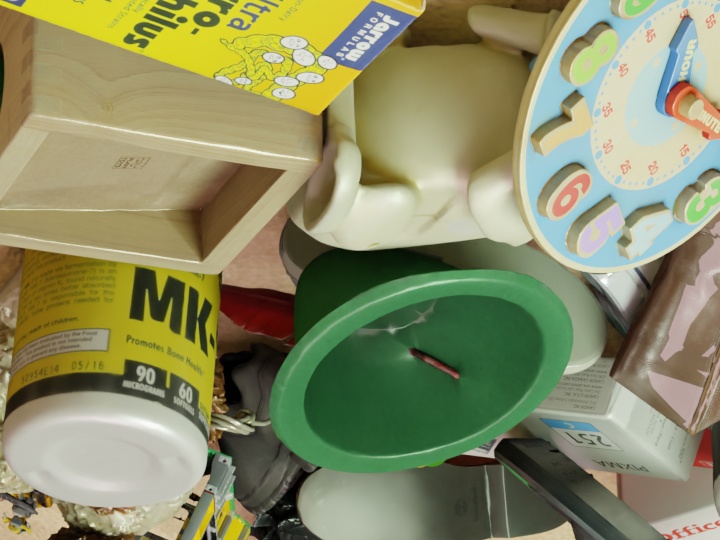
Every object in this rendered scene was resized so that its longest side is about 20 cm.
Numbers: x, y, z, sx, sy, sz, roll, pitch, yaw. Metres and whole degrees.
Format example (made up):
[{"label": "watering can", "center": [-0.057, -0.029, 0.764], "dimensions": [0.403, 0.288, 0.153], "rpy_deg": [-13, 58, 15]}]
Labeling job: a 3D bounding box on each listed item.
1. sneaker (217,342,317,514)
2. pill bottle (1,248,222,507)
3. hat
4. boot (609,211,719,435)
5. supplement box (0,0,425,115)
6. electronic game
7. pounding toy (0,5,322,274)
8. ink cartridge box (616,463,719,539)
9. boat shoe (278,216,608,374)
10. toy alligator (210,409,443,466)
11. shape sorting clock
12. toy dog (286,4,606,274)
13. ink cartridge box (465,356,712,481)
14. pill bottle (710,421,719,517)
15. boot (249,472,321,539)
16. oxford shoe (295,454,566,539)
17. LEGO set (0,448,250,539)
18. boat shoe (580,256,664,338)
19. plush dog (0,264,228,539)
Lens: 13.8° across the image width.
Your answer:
[{"label": "sneaker", "center": [-0.062, 0.093, 1.904], "dimensions": [0.091, 0.076, 0.200], "rpy_deg": [35, 153, -3]}, {"label": "pill bottle", "center": [-0.134, 0.020, 1.651], "dimensions": [0.114, 0.201, 0.114], "rpy_deg": [2, 150, 1]}, {"label": "hat", "center": [0.000, 0.000, 1.677], "dimensions": [0.199, 0.176, 0.166], "rpy_deg": [-10, 139, -12]}, {"label": "boot", "center": [0.247, 0.007, 1.658], "dimensions": [0.186, 0.064, 0.201], "rpy_deg": [10, 121, -3]}, {"label": "supplement box", "center": [-0.079, -0.171, 1.418], "dimensions": [0.199, 0.110, 0.109], "rpy_deg": [18, 146, -24]}, {"label": "electronic game", "center": [0.159, 0.168, 1.773], "dimensions": [0.042, 0.200, 0.200], "rpy_deg": [-49, 137, -2]}, {"label": "pounding toy", "center": [-0.134, -0.108, 1.530], "dimensions": [0.199, 0.143, 0.184], "rpy_deg": [8, 155, -22]}, {"label": "ink cartridge box", "center": [0.282, 0.157, 1.964], "dimensions": [0.146, 0.086, 0.200], "rpy_deg": [-20, 144, 33]}, {"label": "boat shoe", "center": [0.049, 0.015, 1.743], "dimensions": [0.200, 0.070, 0.072], "rpy_deg": [19, 160, 8]}, {"label": "toy alligator", "center": [-0.012, 0.080, 1.766], "dimensions": [0.059, 0.055, 0.200], "rpy_deg": [14, -179, 44]}, {"label": "shape sorting clock", "center": [0.155, -0.088, 1.496], "dimensions": [0.039, 0.200, 0.200], "rpy_deg": [30, 168, 38]}, {"label": "toy dog", "center": [0.067, -0.056, 1.573], "dimensions": [0.199, 0.140, 0.194], "rpy_deg": [4, 144, -11]}, {"label": "ink cartridge box", "center": [0.131, 0.102, 1.855], "dimensions": [0.199, 0.045, 0.176], "rpy_deg": [4, 156, 43]}, {"label": "pill bottle", "center": [0.262, 0.096, 1.749], "dimensions": [0.113, 0.201, 0.113], "rpy_deg": [1, 149, 0]}, {"label": "boot", "center": [0.011, 0.189, 2.049], "dimensions": [0.197, 0.074, 0.163], "rpy_deg": [-1, 140, -15]}, {"label": "oxford shoe", "center": [0.042, 0.149, 1.952], "dimensions": [0.199, 0.072, 0.071], "rpy_deg": [1, -173, -26]}, {"label": "LEGO set", "center": [-0.171, 0.167, 1.921], "dimensions": [0.199, 0.116, 0.154], "rpy_deg": [25, 154, 2]}, {"label": "boat shoe", "center": [0.179, 0.013, 1.744], "dimensions": [0.067, 0.074, 0.200], "rpy_deg": [-41, 155, -1]}, {"label": "plush dog", "center": [-0.176, 0.093, 1.814], "dimensions": [0.172, 0.200, 0.160], "rpy_deg": [39, 172, -8]}]
